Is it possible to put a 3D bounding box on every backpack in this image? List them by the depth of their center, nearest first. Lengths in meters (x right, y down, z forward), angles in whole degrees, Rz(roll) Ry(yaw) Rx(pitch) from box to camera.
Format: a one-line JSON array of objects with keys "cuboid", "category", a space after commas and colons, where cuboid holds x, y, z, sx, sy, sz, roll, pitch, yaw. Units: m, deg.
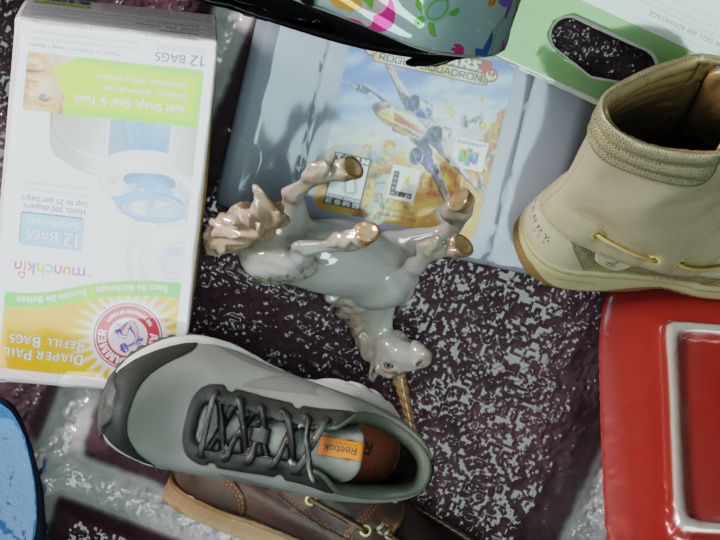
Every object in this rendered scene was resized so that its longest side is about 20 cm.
[{"cuboid": [-0.003, -0.186, 1.445, 0.199, 0.178, 0.151, 23, 103, 5], "category": "backpack"}]

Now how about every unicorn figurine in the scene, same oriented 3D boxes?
[{"cuboid": [0.000, 0.000, 1.518, 0.200, 0.074, 0.137, 31, 140, -24], "category": "unicorn figurine"}]

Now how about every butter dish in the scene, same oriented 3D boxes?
[{"cuboid": [0.224, 0.124, 1.562, 0.199, 0.148, 0.200, 4, 59, -5], "category": "butter dish"}]

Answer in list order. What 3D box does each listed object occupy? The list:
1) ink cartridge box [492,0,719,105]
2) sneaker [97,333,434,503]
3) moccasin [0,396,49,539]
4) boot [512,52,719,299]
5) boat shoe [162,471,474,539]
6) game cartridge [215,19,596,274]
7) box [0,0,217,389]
[{"cuboid": [0.162, -0.190, 1.528, 0.145, 0.048, 0.201, 23, 101, -8], "category": "ink cartridge box"}, {"cuboid": [-0.047, 0.083, 1.477, 0.200, 0.079, 0.074, 12, 94, -30], "category": "sneaker"}, {"cuboid": [-0.215, 0.166, 1.576, 0.080, 0.068, 0.201, 3, 101, 3], "category": "moccasin"}, {"cuboid": [0.197, -0.052, 1.497, 0.199, 0.156, 0.073, 0, 60, -17], "category": "boot"}, {"cuboid": [-0.011, 0.134, 1.577, 0.199, 0.070, 0.071, 21, 105, -8], "category": "boat shoe"}, {"cuboid": [0.029, -0.080, 1.551, 0.199, 0.042, 0.134, 12, 106, -6], "category": "game cartridge"}, {"cuboid": [-0.141, -0.041, 1.514, 0.112, 0.101, 0.201, 6, 102, -5], "category": "box"}]
